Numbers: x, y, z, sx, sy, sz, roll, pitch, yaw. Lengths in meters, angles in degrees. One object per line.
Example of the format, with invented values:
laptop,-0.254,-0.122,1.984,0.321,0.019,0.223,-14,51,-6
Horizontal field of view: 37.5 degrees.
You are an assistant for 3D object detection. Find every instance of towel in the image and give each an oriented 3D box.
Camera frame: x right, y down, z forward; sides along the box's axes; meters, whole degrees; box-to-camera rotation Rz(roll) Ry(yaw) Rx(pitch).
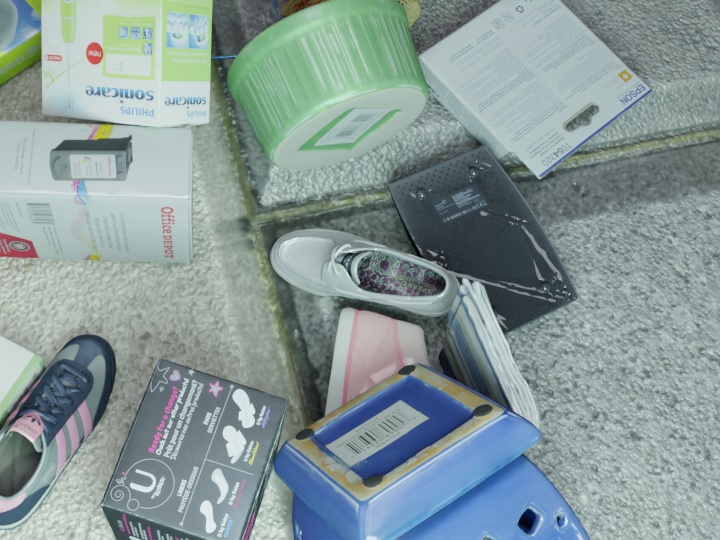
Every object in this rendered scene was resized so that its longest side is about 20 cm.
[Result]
towel,0.115,0.104,0.972,0.024,0.200,0.147,-18,69,-9

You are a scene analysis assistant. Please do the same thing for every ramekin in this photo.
ramekin,-0.028,-0.185,1.089,0.200,0.200,0.098,-20,77,-15

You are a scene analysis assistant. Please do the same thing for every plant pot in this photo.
plant pot,0.050,0.200,0.887,0.200,0.200,0.180,-29,115,-19

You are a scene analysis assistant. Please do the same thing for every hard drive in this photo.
hard drive,0.125,-0.025,1.117,0.135,0.042,0.200,-24,71,-17

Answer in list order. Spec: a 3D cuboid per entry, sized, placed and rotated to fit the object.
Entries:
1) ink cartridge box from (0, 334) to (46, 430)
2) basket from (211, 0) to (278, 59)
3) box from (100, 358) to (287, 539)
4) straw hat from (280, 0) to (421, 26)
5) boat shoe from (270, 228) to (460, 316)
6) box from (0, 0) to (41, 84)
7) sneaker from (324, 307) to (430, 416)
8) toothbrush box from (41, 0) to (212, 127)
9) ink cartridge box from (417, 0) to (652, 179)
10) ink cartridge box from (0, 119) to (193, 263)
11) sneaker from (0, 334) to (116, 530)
ink cartridge box,-0.418,0.100,0.987,0.200,0.048,0.146,27,65,5
basket,-0.191,-0.309,1.130,0.200,0.139,0.176,-6,98,1
box,-0.139,0.177,0.906,0.115,0.200,0.132,18,65,0
straw hat,0.017,-0.301,1.197,0.201,0.201,0.085,-37,114,-21
boat shoe,0.000,0.000,1.059,0.200,0.069,0.072,21,80,14
box,-0.387,-0.284,1.164,0.200,0.048,0.122,-41,77,-20
sneaker,0.019,0.132,1.015,0.105,0.075,0.200,8,61,2
toothbrush box,-0.223,-0.244,1.015,0.146,0.086,0.200,10,105,26
ink cartridge box,0.196,-0.216,1.213,0.196,0.043,0.200,-36,77,-22
ink cartridge box,-0.263,-0.073,1.031,0.200,0.148,0.086,1,66,-9
sneaker,-0.285,0.138,0.969,0.070,0.082,0.200,22,65,3
